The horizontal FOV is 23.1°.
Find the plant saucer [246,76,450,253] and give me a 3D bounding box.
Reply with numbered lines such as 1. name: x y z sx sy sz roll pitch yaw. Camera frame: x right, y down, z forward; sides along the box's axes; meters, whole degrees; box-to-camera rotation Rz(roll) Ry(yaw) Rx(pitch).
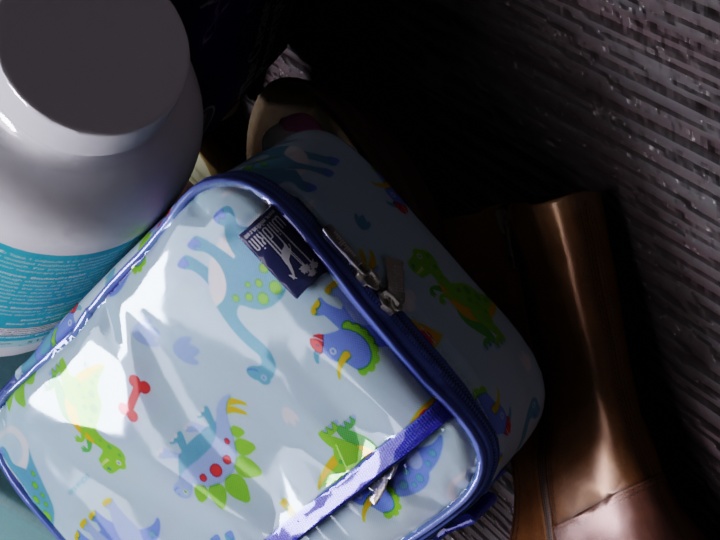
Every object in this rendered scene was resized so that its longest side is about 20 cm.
1. plant saucer: 0.000 0.000 0.854 0.200 0.029 0.200 50 152 40

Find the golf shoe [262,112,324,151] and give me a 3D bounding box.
1. golf shoe: -0.027 0.033 0.765 0.075 0.091 0.200 156 102 -83

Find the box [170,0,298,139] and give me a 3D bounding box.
1. box: -0.085 -0.132 0.769 0.079 0.141 0.200 36 151 9

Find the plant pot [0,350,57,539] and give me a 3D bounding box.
1. plant pot: -0.113 0.083 0.838 0.200 0.141 0.141 36 158 -2

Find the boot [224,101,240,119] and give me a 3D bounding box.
1. boot: -0.123 -0.161 0.959 0.200 0.074 0.075 57 165 25

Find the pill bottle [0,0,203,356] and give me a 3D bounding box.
1. pill bottle: -0.127 -0.044 0.683 0.111 0.111 0.200 66 151 9

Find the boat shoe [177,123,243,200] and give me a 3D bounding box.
1. boat shoe: -0.150 -0.108 0.978 0.200 0.065 0.073 49 -165 3

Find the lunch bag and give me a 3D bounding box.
1. lunch bag: -0.038 0.057 0.680 0.161 0.082 0.200 50 124 0

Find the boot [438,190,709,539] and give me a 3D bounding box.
1. boot: 0.062 0.074 0.718 0.188 0.068 0.200 -19 90 69
